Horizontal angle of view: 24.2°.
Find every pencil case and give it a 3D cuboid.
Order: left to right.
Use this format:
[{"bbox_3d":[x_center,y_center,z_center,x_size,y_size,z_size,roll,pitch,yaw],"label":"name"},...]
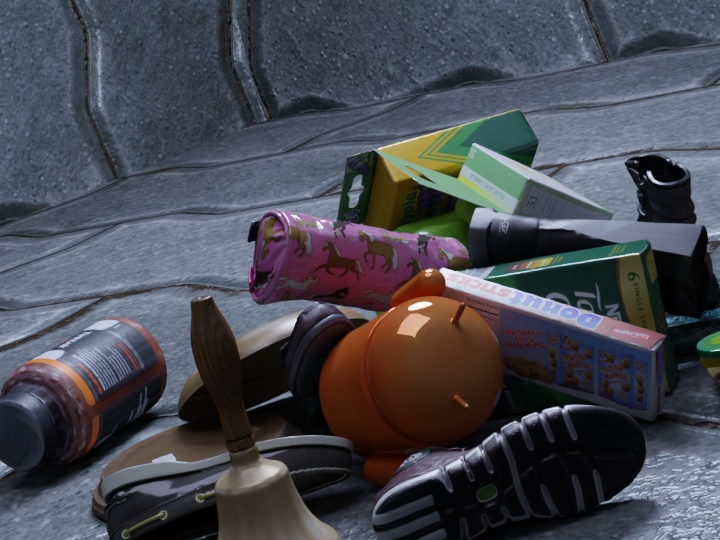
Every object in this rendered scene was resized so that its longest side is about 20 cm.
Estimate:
[{"bbox_3d":[0.000,0.000,1.453,0.198,0.084,0.086,8,10,-28],"label":"pencil case"}]

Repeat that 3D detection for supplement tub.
[{"bbox_3d":[-0.281,0.124,1.645,0.106,0.108,0.200,-9,13,28],"label":"supplement tub"}]

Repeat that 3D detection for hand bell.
[{"bbox_3d":[-0.086,0.115,1.201,0.103,0.203,0.104,-13,11,3],"label":"hand bell"}]

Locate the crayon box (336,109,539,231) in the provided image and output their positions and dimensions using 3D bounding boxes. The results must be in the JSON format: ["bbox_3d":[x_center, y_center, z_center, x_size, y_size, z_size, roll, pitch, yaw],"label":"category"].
[{"bbox_3d":[0.078,-0.086,1.736,0.198,0.052,0.126,-16,-32,-19],"label":"crayon box"}]

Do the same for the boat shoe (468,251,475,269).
[{"bbox_3d":[0.101,0.029,1.563,0.061,0.075,0.201,13,51,25],"label":"boat shoe"}]

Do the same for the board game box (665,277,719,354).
[{"bbox_3d":[0.262,0.047,1.504,0.198,0.029,0.135,-11,13,16],"label":"board game box"}]

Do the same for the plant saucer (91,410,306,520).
[{"bbox_3d":[-0.142,0.167,1.464,0.198,0.030,0.200,-14,13,3],"label":"plant saucer"}]

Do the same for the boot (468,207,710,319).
[{"bbox_3d":[0.204,0.011,1.457,0.197,0.165,0.066,4,62,18],"label":"boot"}]

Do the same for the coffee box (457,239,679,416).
[{"bbox_3d":[0.155,0.051,1.393,0.198,0.125,0.044,-8,12,23],"label":"coffee box"}]

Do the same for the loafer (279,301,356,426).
[{"bbox_3d":[-0.043,0.073,1.441,0.072,0.063,0.201,-34,-23,-12],"label":"loafer"}]

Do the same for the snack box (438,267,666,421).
[{"bbox_3d":[0.146,0.057,1.328,0.198,0.073,0.024,17,41,28],"label":"snack box"}]

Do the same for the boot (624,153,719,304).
[{"bbox_3d":[0.266,-0.045,1.528,0.069,0.133,0.200,-18,12,-14],"label":"boot"}]

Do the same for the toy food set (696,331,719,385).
[{"bbox_3d":[0.365,0.052,1.300,0.198,0.049,0.197,-6,15,35],"label":"toy food set"}]

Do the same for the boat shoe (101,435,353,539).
[{"bbox_3d":[-0.099,0.175,1.298,0.198,0.061,0.072,-12,-27,-1],"label":"boat shoe"}]

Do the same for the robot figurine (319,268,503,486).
[{"bbox_3d":[0.040,0.089,1.320,0.144,0.117,0.200,-46,6,-27],"label":"robot figurine"}]

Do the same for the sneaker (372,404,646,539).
[{"bbox_3d":[0.096,0.137,1.190,0.198,0.077,0.116,-17,9,-5],"label":"sneaker"}]

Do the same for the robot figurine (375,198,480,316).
[{"bbox_3d":[0.102,-0.002,1.709,0.198,0.117,0.176,-16,-22,-28],"label":"robot figurine"}]

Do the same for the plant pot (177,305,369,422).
[{"bbox_3d":[-0.083,0.083,1.555,0.198,0.028,0.200,-25,-16,-7],"label":"plant pot"}]

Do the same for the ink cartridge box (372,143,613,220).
[{"bbox_3d":[0.126,-0.086,1.610,0.198,0.048,0.146,22,9,-23],"label":"ink cartridge box"}]
